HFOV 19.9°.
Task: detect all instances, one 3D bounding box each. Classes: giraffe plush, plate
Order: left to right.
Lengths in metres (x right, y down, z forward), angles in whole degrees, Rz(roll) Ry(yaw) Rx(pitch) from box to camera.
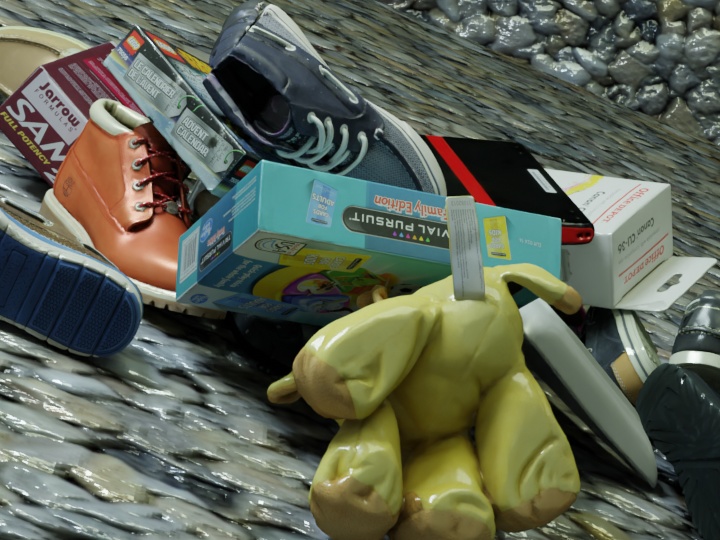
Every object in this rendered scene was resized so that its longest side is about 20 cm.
[{"bbox_3d":[0.024,0.070,1.194,0.171,0.202,0.162,14,-14,-19],"label":"giraffe plush"},{"bbox_3d":[0.126,0.046,1.468,0.200,0.032,0.200,49,-2,-38],"label":"plate"}]

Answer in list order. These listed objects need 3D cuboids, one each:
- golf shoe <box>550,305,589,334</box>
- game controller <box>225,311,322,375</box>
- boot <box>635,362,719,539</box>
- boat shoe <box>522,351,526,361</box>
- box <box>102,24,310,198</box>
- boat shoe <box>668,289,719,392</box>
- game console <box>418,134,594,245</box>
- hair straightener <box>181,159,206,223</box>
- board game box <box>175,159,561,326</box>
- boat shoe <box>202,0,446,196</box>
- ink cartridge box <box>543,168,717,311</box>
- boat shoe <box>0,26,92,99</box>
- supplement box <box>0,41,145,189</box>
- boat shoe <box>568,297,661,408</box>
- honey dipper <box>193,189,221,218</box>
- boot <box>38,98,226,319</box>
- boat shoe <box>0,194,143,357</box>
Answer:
[{"bbox_3d":[0.127,-0.001,1.763,0.199,0.076,0.091,25,17,11],"label":"golf shoe"},{"bbox_3d":[-0.052,0.035,1.419,0.104,0.042,0.200,34,9,-24],"label":"game controller"},{"bbox_3d":[0.300,0.151,1.454,0.167,0.077,0.200,22,20,-28],"label":"boot"},{"bbox_3d":[0.036,0.020,1.420,0.200,0.073,0.063,45,46,0],"label":"boat shoe"},{"bbox_3d":[-0.080,-0.089,1.444,0.137,0.040,0.200,48,12,27],"label":"box"},{"bbox_3d":[0.275,0.077,1.582,0.071,0.068,0.200,2,-22,15],"label":"boat shoe"},{"bbox_3d":[0.073,-0.063,1.616,0.175,0.031,0.200,4,22,-16],"label":"game console"},{"bbox_3d":[-0.093,-0.087,1.579,0.076,0.041,0.200,25,47,11],"label":"hair straightener"},{"bbox_3d":[0.003,-0.006,1.279,0.198,0.047,0.151,10,-20,-21],"label":"board game box"},{"bbox_3d":[-0.027,-0.088,1.381,0.200,0.075,0.093,42,26,-8],"label":"boat shoe"},{"bbox_3d":[0.175,-0.028,1.654,0.198,0.068,0.116,9,28,31],"label":"ink cartridge box"},{"bbox_3d":[-0.229,-0.146,1.710,0.198,0.075,0.066,23,8,-3],"label":"boat shoe"},{"bbox_3d":[-0.200,-0.109,1.576,0.109,0.061,0.200,48,13,-2],"label":"supplement box"},{"bbox_3d":[0.199,0.063,1.630,0.075,0.062,0.200,55,10,-12],"label":"boat shoe"},{"bbox_3d":[-0.033,-0.005,1.450,0.199,0.038,0.038,32,9,-25],"label":"honey dipper"},{"bbox_3d":[-0.144,-0.042,1.394,0.075,0.108,0.200,12,19,-45],"label":"boot"},{"bbox_3d":[-0.224,-0.011,1.237,0.199,0.073,0.072,32,7,-9],"label":"boat shoe"}]
